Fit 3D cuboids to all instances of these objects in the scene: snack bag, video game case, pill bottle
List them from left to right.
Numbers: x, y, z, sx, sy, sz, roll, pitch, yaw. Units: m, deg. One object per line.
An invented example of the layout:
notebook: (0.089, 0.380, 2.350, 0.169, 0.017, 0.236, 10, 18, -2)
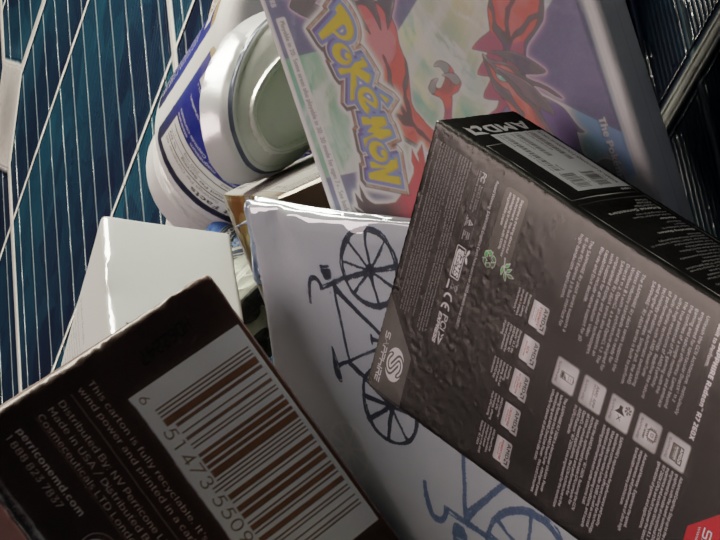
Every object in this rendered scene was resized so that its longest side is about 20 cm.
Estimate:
pill bottle: (-0.051, -0.091, 1.679, 0.200, 0.115, 0.116, 133, 139, -62)
snack bag: (0.032, 0.065, 1.302, 0.200, 0.021, 0.189, 7, 112, 44)
video game case: (0.046, -0.068, 1.260, 0.182, 0.023, 0.201, -10, 102, 44)

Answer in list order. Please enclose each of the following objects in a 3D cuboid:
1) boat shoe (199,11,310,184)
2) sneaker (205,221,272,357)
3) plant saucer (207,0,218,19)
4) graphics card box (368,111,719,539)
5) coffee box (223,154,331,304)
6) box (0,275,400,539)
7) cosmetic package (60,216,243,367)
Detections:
boat shoe: (-0.013, -0.110, 1.502, 0.200, 0.065, 0.074, -53, -54, -47)
sneaker: (-0.119, 0.041, 1.644, 0.085, 0.200, 0.077, 34, 145, 34)
plant saucer: (-0.041, -0.218, 1.761, 0.200, 0.032, 0.201, -159, 90, -80)
graphics card box: (0.094, 0.035, 1.160, 0.200, 0.051, 0.126, 34, 121, 38)
coffee box: (0.000, 0.000, 1.446, 0.200, 0.080, 0.115, -167, 54, -80)
box: (-0.119, 0.138, 1.340, 0.166, 0.164, 0.200, 53, 139, 2)
cosmetic package: (-0.117, 0.084, 1.515, 0.102, 0.071, 0.200, -101, 23, -50)
